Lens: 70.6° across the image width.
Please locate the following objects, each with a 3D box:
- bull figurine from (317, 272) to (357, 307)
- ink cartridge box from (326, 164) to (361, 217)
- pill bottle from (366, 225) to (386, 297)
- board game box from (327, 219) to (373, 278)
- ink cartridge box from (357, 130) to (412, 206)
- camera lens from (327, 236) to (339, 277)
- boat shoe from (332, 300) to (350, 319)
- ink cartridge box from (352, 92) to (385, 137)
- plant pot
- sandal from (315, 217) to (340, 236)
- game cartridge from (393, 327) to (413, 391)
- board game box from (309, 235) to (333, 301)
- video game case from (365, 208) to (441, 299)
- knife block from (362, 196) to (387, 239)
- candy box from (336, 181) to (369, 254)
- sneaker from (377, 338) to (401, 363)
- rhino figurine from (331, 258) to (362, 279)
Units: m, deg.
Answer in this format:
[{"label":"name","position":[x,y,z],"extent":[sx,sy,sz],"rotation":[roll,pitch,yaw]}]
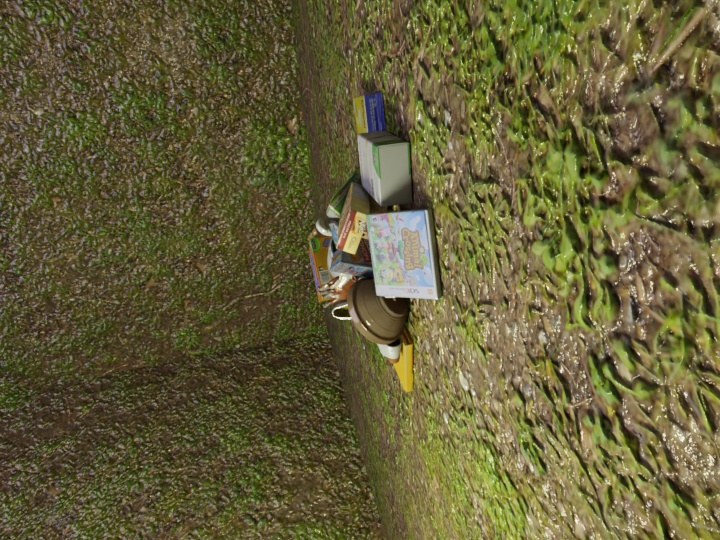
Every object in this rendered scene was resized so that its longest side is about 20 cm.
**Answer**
[{"label":"bull figurine","position":[-0.066,0.051,1.541],"extent":[0.200,0.121,0.066],"rotation":[90,157,-68]},{"label":"ink cartridge box","position":[-0.029,-0.232,1.592],"extent":[0.076,0.148,0.200],"rotation":[39,168,-2]},{"label":"pill bottle","position":[0.082,-0.038,1.277],"extent":[0.112,0.111,0.202],"rotation":[-172,72,-80]},{"label":"board game box","position":[-0.012,-0.064,1.472],"extent":[0.062,0.199,0.201],"rotation":[-36,68,45]},{"label":"ink cartridge box","position":[0.058,-0.260,1.273],"extent":[0.200,0.083,0.146],"rotation":[-121,23,-64]},{"label":"camera lens","position":[-0.038,-0.050,1.815],"extent":[0.200,0.159,0.161],"rotation":[106,152,-69]},{"label":"boat shoe","position":[0.002,0.120,1.556],"extent":[0.086,0.200,0.075],"rotation":[-33,-63,-63]},{"label":"ink cartridge box","position":[0.027,-0.394,1.441],"extent":[0.200,0.047,0.199],"rotation":[-125,27,-72]},{"label":"plant pot","position":[0.067,0.098,1.429],"extent":[0.093,0.200,0.202],"rotation":[-35,59,39]},{"label":"sandal","position":[-0.054,-0.120,1.556],"extent":[0.050,0.201,0.083],"rotation":[-45,46,39]},{"label":"game cartridge","position":[0.125,0.248,1.570],"extent":[0.177,0.032,0.201],"rotation":[-114,14,-54]},{"label":"board game box","position":[-0.087,-0.015,2.011],"extent":[0.200,0.198,0.202],"rotation":[105,153,-69]},{"label":"video game case","position":[0.096,-0.036,1.166],"extent":[0.181,0.022,0.202],"rotation":[1,103,42]},{"label":"knife block","position":[0.021,-0.157,1.484],"extent":[0.176,0.063,0.202],"rotation":[134,148,-66]},{"label":"candy box","position":[-0.018,-0.142,1.341],"extent":[0.200,0.055,0.116],"rotation":[-90,20,-61]},{"label":"sneaker","position":[0.069,0.209,1.541],"extent":[0.200,0.072,0.085],"rotation":[-118,21,-60]},{"label":"rhino figurine","position":[0.000,0.000,1.591],"extent":[0.088,0.199,0.060],"rotation":[106,-170,-50]}]
